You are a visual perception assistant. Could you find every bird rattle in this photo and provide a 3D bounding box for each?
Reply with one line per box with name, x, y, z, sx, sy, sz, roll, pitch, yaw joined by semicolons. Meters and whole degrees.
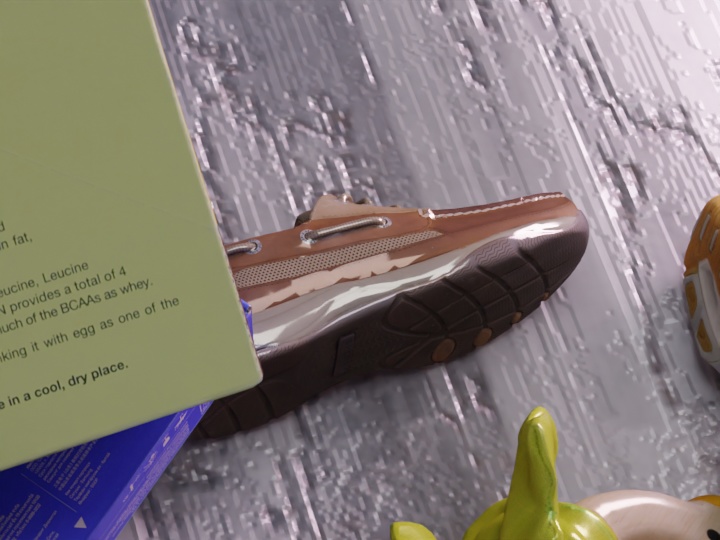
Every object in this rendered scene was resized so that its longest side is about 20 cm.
bird rattle;0.100;0.148;0.899;0.162;0.113;0.201;-5;60;-35

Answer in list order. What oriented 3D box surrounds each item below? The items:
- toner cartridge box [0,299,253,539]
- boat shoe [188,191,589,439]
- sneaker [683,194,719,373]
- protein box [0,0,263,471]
toner cartridge box;-0.132;0.073;0.887;0.095;0.043;0.200;33;74;10
boat shoe;0.000;0.000;0.985;0.199;0.076;0.072;-17;60;-24
sneaker;0.191;0.053;0.992;0.087;0.076;0.201;3;57;-11
protein box;-0.160;-0.035;0.791;0.198;0.135;0.201;-18;97;-9
